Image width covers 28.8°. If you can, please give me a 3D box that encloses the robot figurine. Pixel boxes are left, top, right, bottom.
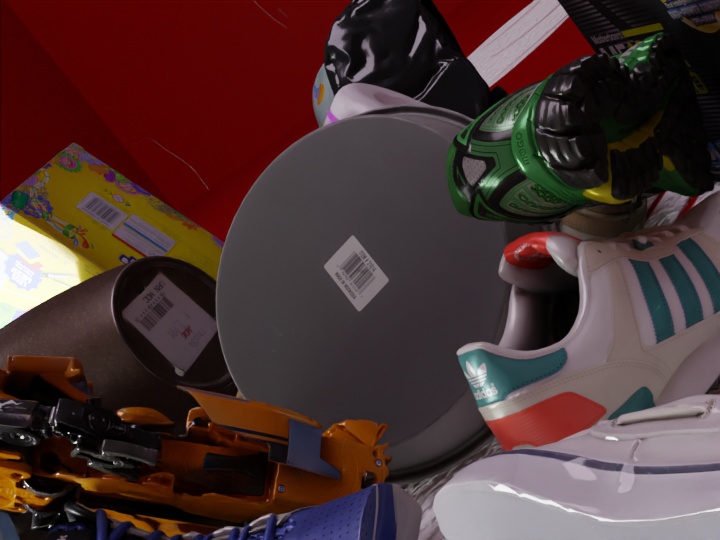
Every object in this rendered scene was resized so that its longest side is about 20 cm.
[{"bbox_3d":[-0.093,0.090,0.646,0.145,0.198,0.059,120,161,-59],"label":"robot figurine"}]

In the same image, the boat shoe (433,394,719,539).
[{"bbox_3d":[0.101,0.070,0.429,0.066,0.072,0.200,-40,10,-32],"label":"boat shoe"}]

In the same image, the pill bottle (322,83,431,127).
[{"bbox_3d":[0.000,0.000,0.826,0.104,0.103,0.202,-81,13,-75],"label":"pill bottle"}]

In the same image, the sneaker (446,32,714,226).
[{"bbox_3d":[0.104,-0.063,0.647,0.085,0.079,0.199,-14,-3,33],"label":"sneaker"}]

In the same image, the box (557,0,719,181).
[{"bbox_3d":[0.176,-0.118,0.709,0.044,0.161,0.200,-40,11,-5],"label":"box"}]

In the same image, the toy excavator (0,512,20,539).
[{"bbox_3d":[-0.201,0.198,0.734,0.198,0.100,0.195,-12,39,27],"label":"toy excavator"}]

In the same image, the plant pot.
[{"bbox_3d":[-0.161,0.084,0.877,0.200,0.187,0.187,-44,5,39],"label":"plant pot"}]

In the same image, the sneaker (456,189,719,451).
[{"bbox_3d":[0.113,0.006,0.588,0.200,0.094,0.070,-46,13,-33],"label":"sneaker"}]

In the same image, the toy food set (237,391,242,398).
[{"bbox_3d":[-0.034,0.051,1.052,0.200,0.049,0.198,-41,10,-5],"label":"toy food set"}]

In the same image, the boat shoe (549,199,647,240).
[{"bbox_3d":[0.128,-0.049,0.776,0.201,0.072,0.064,-64,-13,-61],"label":"boat shoe"}]

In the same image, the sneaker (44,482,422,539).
[{"bbox_3d":[-0.076,0.141,0.584,0.199,0.115,0.081,-36,29,35],"label":"sneaker"}]

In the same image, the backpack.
[{"bbox_3d":[0.040,-0.103,1.065,0.126,0.168,0.200,-27,-25,-3],"label":"backpack"}]

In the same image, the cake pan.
[{"bbox_3d":[0.005,0.008,0.719,0.200,0.201,0.037,-36,-26,19],"label":"cake pan"}]

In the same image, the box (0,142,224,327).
[{"bbox_3d":[-0.202,0.047,1.095,0.193,0.199,0.122,-58,0,31],"label":"box"}]
